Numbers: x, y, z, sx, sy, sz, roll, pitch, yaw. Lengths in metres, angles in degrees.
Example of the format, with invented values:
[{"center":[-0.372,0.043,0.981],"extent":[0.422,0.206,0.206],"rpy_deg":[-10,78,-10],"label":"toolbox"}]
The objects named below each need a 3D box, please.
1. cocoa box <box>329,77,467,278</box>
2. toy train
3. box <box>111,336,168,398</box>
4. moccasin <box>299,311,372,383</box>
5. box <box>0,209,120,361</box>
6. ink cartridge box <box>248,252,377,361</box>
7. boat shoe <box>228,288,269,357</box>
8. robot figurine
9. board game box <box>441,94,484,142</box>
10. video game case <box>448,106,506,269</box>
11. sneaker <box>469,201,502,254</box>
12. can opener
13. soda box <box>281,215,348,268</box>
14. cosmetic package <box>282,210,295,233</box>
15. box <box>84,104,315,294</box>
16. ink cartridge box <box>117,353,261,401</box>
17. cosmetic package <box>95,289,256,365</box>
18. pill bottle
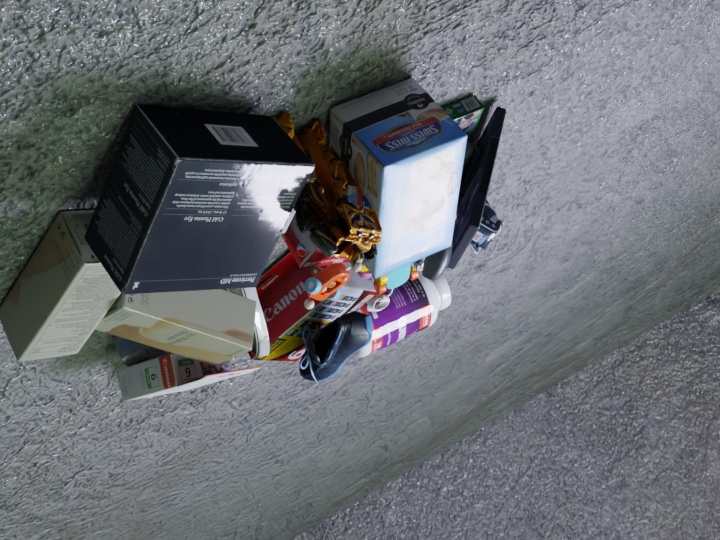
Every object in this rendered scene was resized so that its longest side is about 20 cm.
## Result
[{"center":[0.044,-0.118,1.526],"extent":[0.132,0.132,0.202],"rpy_deg":[-22,141,-23],"label":"cocoa box"},{"center":[0.000,0.000,1.710],"extent":[0.150,0.056,0.199],"rpy_deg":[-40,154,21],"label":"toy train"},{"center":[-0.282,0.116,1.787],"extent":[0.154,0.041,0.201],"rpy_deg":[-28,158,-8],"label":"box"},{"center":[-0.054,0.109,1.801],"extent":[0.067,0.082,0.200],"rpy_deg":[7,146,-29],"label":"moccasin"},{"center":[-0.353,0.020,1.417],"extent":[0.094,0.078,0.200],"rpy_deg":[-5,147,-48],"label":"box"},{"center":[-0.098,0.053,1.843],"extent":[0.199,0.085,0.175],"rpy_deg":[-40,157,22],"label":"ink cartridge box"},{"center":[-0.180,0.057,1.730],"extent":[0.063,0.071,0.202],"rpy_deg":[-18,134,-8],"label":"boat shoe"},{"center":[-0.043,-0.096,1.423],"extent":[0.058,0.202,0.144],"rpy_deg":[-41,158,25],"label":"robot figurine"},{"center":[0.073,-0.169,1.665],"extent":[0.198,0.029,0.135],"rpy_deg":[-23,158,-22],"label":"board game box"},{"center":[0.168,-0.120,1.713],"extent":[0.019,0.203,0.143],"rpy_deg":[16,154,-4],"label":"video game case"},{"center":[0.147,-0.082,1.850],"extent":[0.198,0.109,0.070],"rpy_deg":[-9,150,-45],"label":"sneaker"},{"center":[0.131,-0.084,1.689],"extent":[0.053,0.066,0.203],"rpy_deg":[8,108,-58],"label":"can opener"},{"center":[-0.021,-0.056,1.726],"extent":[0.198,0.071,0.063],"rpy_deg":[-6,148,-48],"label":"soda box"},{"center":[-0.176,-0.069,1.506],"extent":[0.198,0.051,0.083],"rpy_deg":[-16,152,-35],"label":"cosmetic package"},{"center":[-0.184,-0.079,1.330],"extent":[0.198,0.104,0.184],"rpy_deg":[-2,129,-45],"label":"box"},{"center":[-0.246,0.141,1.668],"extent":[0.198,0.051,0.108],"rpy_deg":[-19,170,42],"label":"ink cartridge box"},{"center":[-0.244,0.056,1.522],"extent":[0.198,0.072,0.105],"rpy_deg":[21,151,-34],"label":"cosmetic package"},{"center":[0.057,0.066,2.047],"extent":[0.198,0.113,0.113],"rpy_deg":[-23,158,-21],"label":"pill bottle"}]
